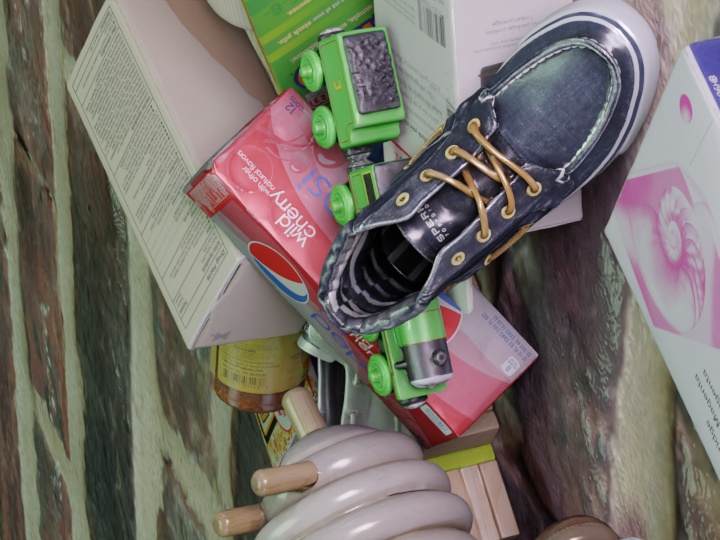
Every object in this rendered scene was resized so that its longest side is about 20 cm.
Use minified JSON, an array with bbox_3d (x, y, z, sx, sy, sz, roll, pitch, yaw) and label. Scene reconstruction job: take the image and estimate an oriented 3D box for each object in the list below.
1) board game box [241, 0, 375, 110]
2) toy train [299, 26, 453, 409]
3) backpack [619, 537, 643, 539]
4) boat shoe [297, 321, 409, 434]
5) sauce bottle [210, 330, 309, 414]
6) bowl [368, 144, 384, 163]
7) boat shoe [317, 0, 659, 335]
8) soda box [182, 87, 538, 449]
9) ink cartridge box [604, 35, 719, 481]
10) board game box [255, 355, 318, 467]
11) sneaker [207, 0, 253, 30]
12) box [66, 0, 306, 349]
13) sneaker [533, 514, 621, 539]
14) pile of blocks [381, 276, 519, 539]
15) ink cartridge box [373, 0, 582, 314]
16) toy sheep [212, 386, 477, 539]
[{"bbox_3d":[-0.018,-0.158,1.481,0.200,0.095,0.030,68,177,-52],"label":"board game box"},{"bbox_3d":[0.012,-0.029,1.440,0.056,0.042,0.201,-15,88,62],"label":"toy train"},{"bbox_3d":[0.132,0.220,1.251,0.200,0.150,0.178,57,165,28],"label":"backpack"},{"bbox_3d":[-0.005,0.037,1.715,0.072,0.068,0.201,-128,30,-54],"label":"boat shoe"},{"bbox_3d":[-0.057,-0.007,1.737,0.066,0.066,0.200,-122,31,-48],"label":"sauce bottle"},{"bbox_3d":[-0.012,-0.154,1.654,0.201,0.039,0.201,168,90,-73],"label":"bowl"},{"bbox_3d":[0.059,-0.041,1.314,0.071,0.091,0.200,45,129,5],"label":"boat shoe"},{"bbox_3d":[0.000,0.000,1.528,0.200,0.070,0.063,47,162,-4],"label":"soda box"},{"bbox_3d":[0.166,0.034,1.218,0.200,0.043,0.197,106,147,-55],"label":"ink cartridge box"},{"bbox_3d":[-0.055,0.018,1.896,0.152,0.046,0.200,116,139,-63],"label":"board game box"},{"bbox_3d":[-0.073,-0.212,1.613,0.200,0.075,0.105,-106,-2,-49],"label":"sneaker"},{"bbox_3d":[-0.090,-0.062,1.640,0.200,0.078,0.095,64,143,26],"label":"box"},{"bbox_3d":[0.093,0.181,1.504,0.200,0.070,0.076,100,158,-48],"label":"sneaker"},{"bbox_3d":[0.037,0.076,1.620,0.082,0.062,0.201,-164,64,-71],"label":"pile of blocks"},{"bbox_3d":[0.058,-0.093,1.426,0.116,0.067,0.201,-134,36,-59],"label":"ink cartridge box"},{"bbox_3d":[-0.001,0.152,1.546,0.138,0.138,0.200,117,135,-64],"label":"toy sheep"}]
